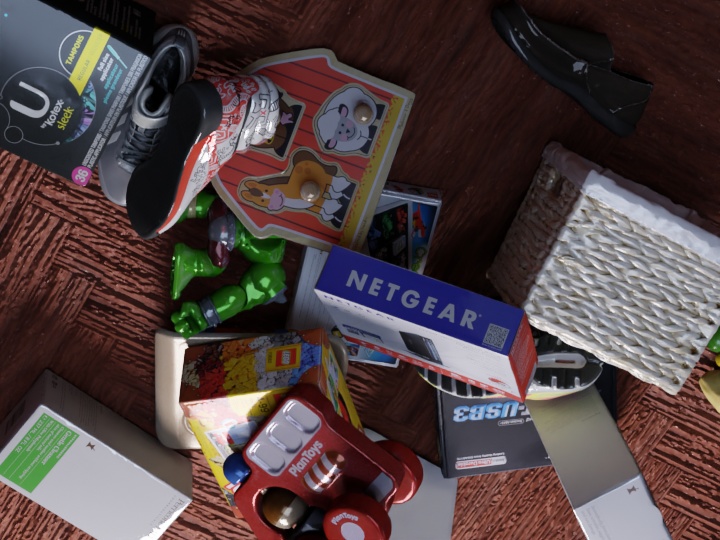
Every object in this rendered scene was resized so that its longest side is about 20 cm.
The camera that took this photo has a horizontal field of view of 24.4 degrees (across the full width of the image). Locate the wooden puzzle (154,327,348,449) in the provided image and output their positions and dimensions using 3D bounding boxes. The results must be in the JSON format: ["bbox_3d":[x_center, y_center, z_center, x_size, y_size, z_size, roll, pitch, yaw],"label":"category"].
[{"bbox_3d":[-0.117,0.121,1.758,0.199,0.046,0.186,4,136,-3],"label":"wooden puzzle"}]

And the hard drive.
[{"bbox_3d":[0.038,0.280,1.790,0.132,0.201,0.026,30,133,-19],"label":"hard drive"}]

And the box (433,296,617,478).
[{"bbox_3d":[0.178,0.123,1.806,0.199,0.050,0.199,-6,116,-3],"label":"box"}]

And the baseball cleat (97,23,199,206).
[{"bbox_3d":[-0.212,-0.141,1.599,0.069,0.107,0.201,18,114,-7],"label":"baseball cleat"}]

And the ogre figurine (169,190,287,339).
[{"bbox_3d":[-0.130,-0.036,1.664,0.119,0.098,0.201,1,73,-11],"label":"ogre figurine"}]

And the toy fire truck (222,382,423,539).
[{"bbox_3d":[-0.048,0.215,1.648,0.168,0.112,0.200,40,130,-1],"label":"toy fire truck"}]

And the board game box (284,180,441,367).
[{"bbox_3d":[0.000,0.000,1.733,0.126,0.035,0.201,10,116,-10],"label":"board game box"}]

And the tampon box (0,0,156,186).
[{"bbox_3d":[-0.312,-0.203,1.549,0.199,0.126,0.150,24,112,-16],"label":"tampon box"}]

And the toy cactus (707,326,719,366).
[{"bbox_3d":[0.405,0.011,1.722,0.102,0.200,0.166,20,76,17],"label":"toy cactus"}]

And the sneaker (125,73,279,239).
[{"bbox_3d":[-0.146,-0.108,1.579,0.108,0.067,0.202,-16,151,-39],"label":"sneaker"}]

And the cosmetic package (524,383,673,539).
[{"bbox_3d":[0.246,0.209,1.718,0.081,0.200,0.113,-26,118,6],"label":"cosmetic package"}]

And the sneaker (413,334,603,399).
[{"bbox_3d":[0.154,0.104,1.728,0.199,0.090,0.079,5,77,13],"label":"sneaker"}]

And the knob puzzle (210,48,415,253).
[{"bbox_3d":[-0.067,-0.126,1.613,0.218,0.030,0.221,0,83,1],"label":"knob puzzle"}]

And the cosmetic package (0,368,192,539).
[{"bbox_3d":[-0.288,0.210,1.786,0.200,0.085,0.108,35,106,-19],"label":"cosmetic package"}]

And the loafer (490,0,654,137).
[{"bbox_3d":[0.210,-0.212,1.632,0.200,0.073,0.071,33,104,-28],"label":"loafer"}]

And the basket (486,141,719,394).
[{"bbox_3d":[0.253,-0.006,1.641,0.199,0.198,0.161,25,100,-11],"label":"basket"}]

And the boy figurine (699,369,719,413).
[{"bbox_3d":[0.472,0.141,1.835,0.199,0.065,0.125,16,117,-17],"label":"boy figurine"}]

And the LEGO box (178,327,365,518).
[{"bbox_3d":[-0.084,0.159,1.707,0.148,0.077,0.200,-9,135,11],"label":"LEGO box"}]

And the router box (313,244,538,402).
[{"bbox_3d":[0.067,0.054,1.616,0.199,0.180,0.049,19,76,16],"label":"router box"}]
